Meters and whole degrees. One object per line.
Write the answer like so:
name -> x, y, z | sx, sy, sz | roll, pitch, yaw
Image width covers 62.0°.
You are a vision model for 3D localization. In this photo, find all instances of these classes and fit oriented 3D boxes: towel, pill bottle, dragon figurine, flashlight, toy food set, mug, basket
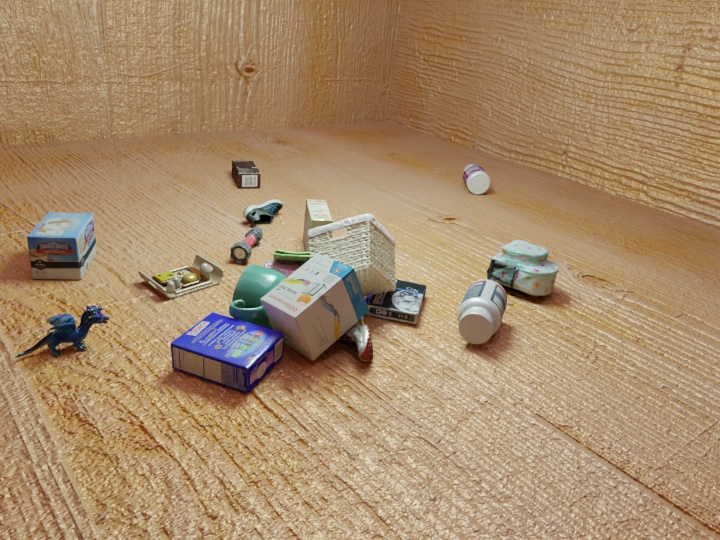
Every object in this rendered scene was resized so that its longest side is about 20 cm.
towel -> -0.190, -0.034, 1.807 | 0.148, 0.031, 0.200 | 3, -11, -8
pill bottle -> 0.328, 0.114, 1.634 | 0.119, 0.120, 0.200 | 14, 26, 16
dragon figurine -> -0.678, 0.136, 1.363 | 0.199, 0.100, 0.059 | -8, 28, -28
flashlight -> -0.367, -0.089, 1.965 | 0.067, 0.068, 0.200 | 8, 25, 6
toy food set -> -0.516, 0.007, 1.729 | 0.143, 0.061, 0.199 | 26, 31, 36
mug -> -0.251, 0.083, 1.537 | 0.114, 0.153, 0.186 | 15, 55, 11
pill bottle -> 0.558, -0.451, 2.917 | 0.111, 0.113, 0.200 | 5, 25, -4
basket -> -0.019, -0.031, 1.660 | 0.197, 0.162, 0.200 | -13, -26, 21

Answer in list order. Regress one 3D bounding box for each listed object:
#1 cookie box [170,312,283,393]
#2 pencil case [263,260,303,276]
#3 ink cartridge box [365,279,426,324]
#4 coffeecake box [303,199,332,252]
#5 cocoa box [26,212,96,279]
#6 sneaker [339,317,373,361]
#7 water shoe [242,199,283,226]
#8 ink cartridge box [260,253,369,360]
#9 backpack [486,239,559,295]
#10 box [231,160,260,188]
cookie box -> -0.303, 0.184, 1.381 | 0.199, 0.076, 0.171 | 15, 26, 17
pencil case -> -0.187, 0.014, 1.766 | 0.198, 0.088, 0.088 | 3, 25, -6
ink cartridge box -> 0.082, 0.079, 1.742 | 0.198, 0.044, 0.198 | 9, 25, 10
coffeecake box -> -0.146, -0.133, 2.010 | 0.072, 0.155, 0.200 | 2, 25, -11
cocoa box -> -0.859, -0.075, 1.738 | 0.132, 0.132, 0.200 | 1, 25, -10
sneaker -> -0.019, 0.169, 1.505 | 0.082, 0.078, 0.200 | -15, 25, -9
water shoe -> -0.354, -0.208, 2.252 | 0.079, 0.072, 0.200 | 47, 37, 15
ink cartridge box -> -0.111, 0.086, 1.470 | 0.200, 0.145, 0.147 | -40, 40, -27
backpack -> 0.528, -0.006, 1.910 | 0.199, 0.154, 0.175 | 30, 27, 29
box -> -0.507, -0.427, 2.656 | 0.099, 0.075, 0.200 | -4, 25, -20
